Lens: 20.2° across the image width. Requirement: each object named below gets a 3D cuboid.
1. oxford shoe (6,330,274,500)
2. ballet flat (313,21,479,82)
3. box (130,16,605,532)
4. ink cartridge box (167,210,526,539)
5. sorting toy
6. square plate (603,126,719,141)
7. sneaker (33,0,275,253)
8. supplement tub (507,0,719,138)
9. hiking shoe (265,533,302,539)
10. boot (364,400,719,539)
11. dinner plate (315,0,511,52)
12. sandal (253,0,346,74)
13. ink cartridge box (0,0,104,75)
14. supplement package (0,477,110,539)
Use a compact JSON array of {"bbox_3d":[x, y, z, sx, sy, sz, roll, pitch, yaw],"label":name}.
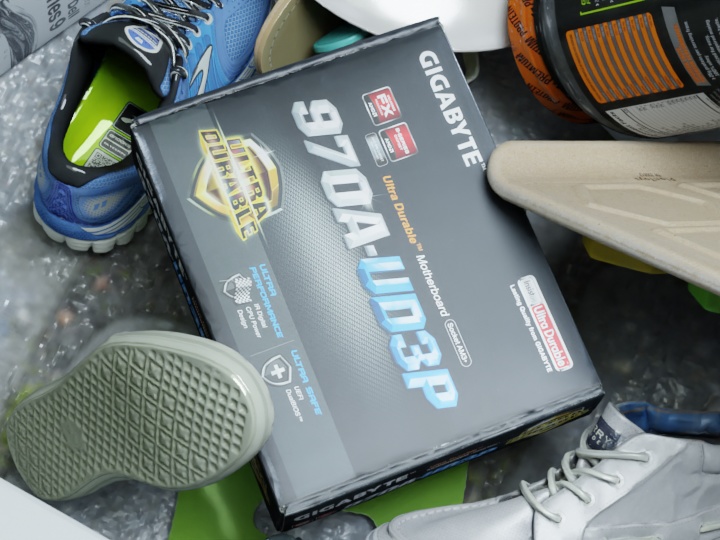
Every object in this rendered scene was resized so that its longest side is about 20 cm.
[{"bbox_3d":[-0.095,0.063,0.914,0.058,0.200,0.075,-22,91,-36],"label":"oxford shoe"},{"bbox_3d":[0.055,-0.138,1.059,0.200,0.067,0.064,-40,110,-25],"label":"ballet flat"},{"bbox_3d":[0.000,0.000,0.930,0.158,0.046,0.201,-19,74,-11],"label":"box"},{"bbox_3d":[-0.006,0.047,0.977,0.147,0.076,0.201,10,69,-1],"label":"ink cartridge box"},{"bbox_3d":[0.180,-0.010,0.898,0.185,0.200,0.037,-3,113,-34],"label":"sorting toy"},{"bbox_3d":[0.245,-0.088,1.024,0.198,0.028,0.200,-43,82,10],"label":"square plate"},{"bbox_3d":[-0.099,-0.106,1.016,0.078,0.089,0.200,25,69,4],"label":"sneaker"},{"bbox_3d":[0.169,-0.128,0.933,0.122,0.200,0.123,3,85,-38],"label":"supplement tub"},{"bbox_3d":[-0.065,0.175,0.848,0.086,0.200,0.075,-20,104,19],"label":"hiking shoe"},{"bbox_3d":[0.097,0.102,0.930,0.199,0.096,0.074,0,25,-28],"label":"boot"},{"bbox_3d":[0.040,-0.201,1.027,0.199,0.024,0.201,5,64,-10],"label":"dinner plate"},{"bbox_3d":[-0.006,-0.180,1.070,0.070,0.078,0.212,31,64,27],"label":"sandal"},{"bbox_3d":[-0.208,-0.153,0.993,0.200,0.146,0.084,-39,77,-15],"label":"ink cartridge box"},{"bbox_3d":[-0.190,0.150,0.909,0.199,0.110,0.114,28,71,5],"label":"supplement package"}]
